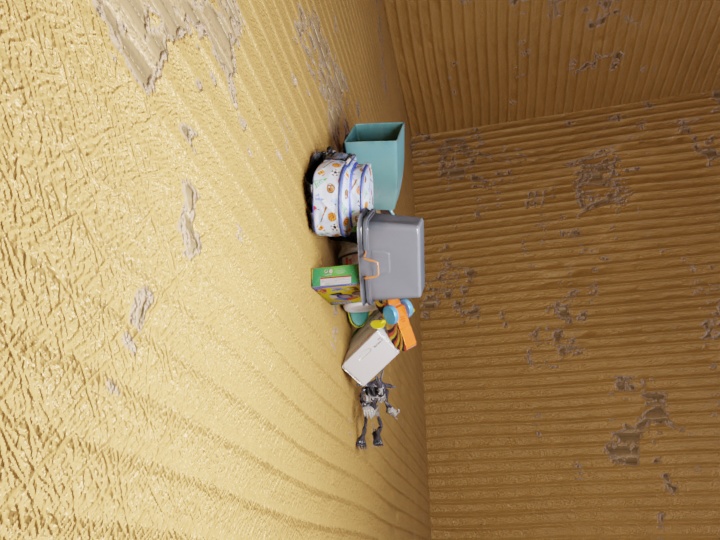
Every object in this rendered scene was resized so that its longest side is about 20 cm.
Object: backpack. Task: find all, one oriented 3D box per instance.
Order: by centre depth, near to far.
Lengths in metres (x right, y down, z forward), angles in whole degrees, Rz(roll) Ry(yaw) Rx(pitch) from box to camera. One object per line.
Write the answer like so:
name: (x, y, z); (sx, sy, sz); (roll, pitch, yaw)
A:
backpack: (-0.047, -0.165, 1.359); (0.191, 0.150, 0.205); (-52, 139, -60)

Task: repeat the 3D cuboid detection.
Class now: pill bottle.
pill bottle: (0.000, 0.000, 1.563); (0.116, 0.113, 0.206); (44, 37, -73)

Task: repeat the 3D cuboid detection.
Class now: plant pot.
plant pot: (0.047, -0.274, 1.593); (0.142, 0.137, 0.205); (-69, 156, -55)

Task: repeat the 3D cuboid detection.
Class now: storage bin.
storage bin: (0.070, -0.027, 1.285); (0.146, 0.130, 0.206); (-55, 143, -67)

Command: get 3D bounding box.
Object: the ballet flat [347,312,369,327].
ballet flat: (-0.011, 0.062, 1.643); (0.067, 0.065, 0.206); (129, -40, -67)

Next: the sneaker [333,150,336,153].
sneaker: (-0.027, -0.213, 1.530); (0.076, 0.111, 0.205); (-58, 142, -63)

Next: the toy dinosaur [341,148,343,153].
toy dinosaur: (-0.044, -0.219, 1.620); (0.102, 0.075, 0.206); (5, 84, -67)

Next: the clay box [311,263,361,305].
clay box: (-0.034, 0.039, 1.383); (0.200, 0.112, 0.049); (53, 34, -68)

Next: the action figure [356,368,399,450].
action figure: (0.044, 0.367, 1.569); (0.102, 0.116, 0.206); (-159, -105, -66)

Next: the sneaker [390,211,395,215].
sneaker: (0.058, -0.216, 1.899); (0.201, 0.081, 0.075); (50, 48, -22)

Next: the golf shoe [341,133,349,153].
golf shoe: (-0.021, -0.349, 1.796); (0.202, 0.076, 0.096); (72, -1, -53)

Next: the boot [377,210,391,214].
boot: (0.094, -0.110, 1.660); (0.165, 0.073, 0.201); (34, 20, -17)

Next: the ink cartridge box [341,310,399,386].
ink cartridge box: (0.038, 0.188, 1.565); (0.084, 0.146, 0.201); (41, 22, -7)

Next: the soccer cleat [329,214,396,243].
soccer cleat: (0.019, -0.085, 1.499); (0.068, 0.194, 0.083); (-93, 175, -69)

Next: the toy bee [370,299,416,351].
toy bee: (0.079, 0.092, 1.457); (0.128, 0.108, 0.206); (6, 86, -36)
